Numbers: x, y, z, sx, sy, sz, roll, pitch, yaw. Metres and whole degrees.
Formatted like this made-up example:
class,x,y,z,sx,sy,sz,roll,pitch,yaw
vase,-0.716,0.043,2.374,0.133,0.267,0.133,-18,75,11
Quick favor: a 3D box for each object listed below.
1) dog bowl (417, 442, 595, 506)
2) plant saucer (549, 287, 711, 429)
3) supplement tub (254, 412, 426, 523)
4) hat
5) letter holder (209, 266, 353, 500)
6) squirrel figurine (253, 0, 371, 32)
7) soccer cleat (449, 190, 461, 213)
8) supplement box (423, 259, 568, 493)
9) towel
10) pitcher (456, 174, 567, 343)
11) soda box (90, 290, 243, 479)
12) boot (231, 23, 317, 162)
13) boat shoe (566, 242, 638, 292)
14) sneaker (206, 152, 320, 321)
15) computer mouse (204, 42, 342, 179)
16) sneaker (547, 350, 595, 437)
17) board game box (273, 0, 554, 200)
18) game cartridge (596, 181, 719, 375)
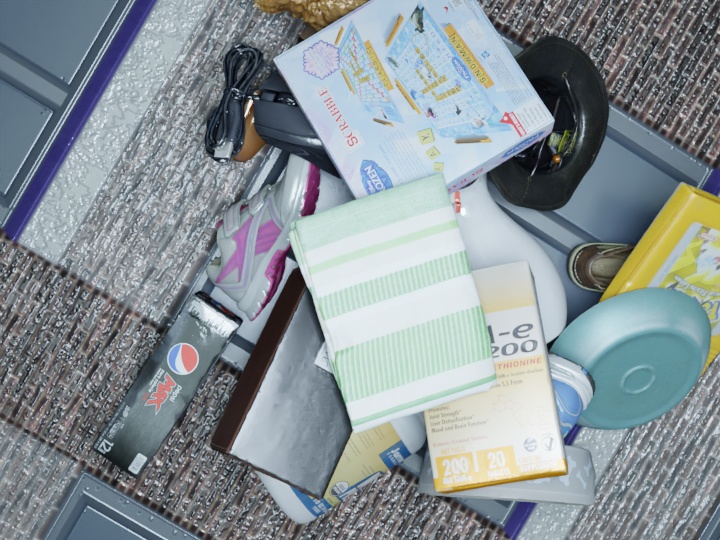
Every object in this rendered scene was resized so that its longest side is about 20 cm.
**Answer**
class,x,y,z,sx,sy,sz,roll,pitch,yaw
dog bowl,0.157,0.216,1.075,0.198,0.200,0.059,6,77,-4
plant saucer,0.297,0.109,1.099,0.198,0.036,0.202,-7,128,-9
supplement tub,-0.019,0.159,1.080,0.199,0.145,0.145,-33,94,-1
hat,0.180,-0.163,1.096,0.199,0.081,0.203,-16,116,-35
letter holder,-0.057,0.104,0.986,0.100,0.142,0.202,28,76,-13
squirrel figurine,-0.035,-0.342,1.042,0.187,0.142,0.200,46,59,2
soccer cleat,0.059,-0.107,1.008,0.077,0.069,0.202,-5,80,6
supplement box,0.121,0.103,0.967,0.125,0.074,0.202,-12,74,12
towel,0.032,0.030,0.916,0.151,0.023,0.202,-17,89,-2
pitcher,0.124,0.003,1.080,0.171,0.121,0.201,-31,92,-38
soda box,-0.209,0.123,1.102,0.063,0.071,0.201,34,90,-4
boot,-0.039,-0.164,1.103,0.155,0.077,0.201,38,79,-3
boat shoe,0.338,0.003,1.130,0.200,0.075,0.076,-3,93,-4
sneaker,-0.109,-0.047,1.082,0.088,0.081,0.201,28,107,2
computer mouse,-0.051,-0.153,1.022,0.198,0.053,0.140,17,66,-13
sneaker,0.136,0.107,1.030,0.198,0.076,0.077,20,60,19
board game box,0.049,-0.168,0.967,0.198,0.041,0.201,-30,77,0
game cartridge,0.358,0.018,1.089,0.175,0.033,0.201,17,116,-25
